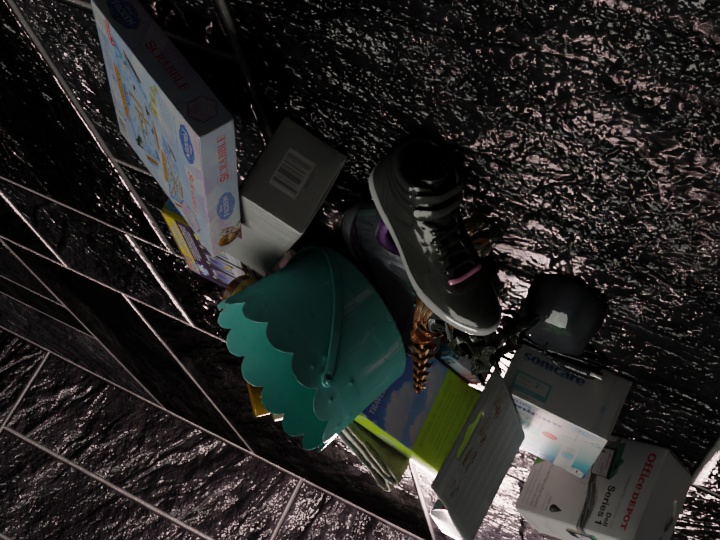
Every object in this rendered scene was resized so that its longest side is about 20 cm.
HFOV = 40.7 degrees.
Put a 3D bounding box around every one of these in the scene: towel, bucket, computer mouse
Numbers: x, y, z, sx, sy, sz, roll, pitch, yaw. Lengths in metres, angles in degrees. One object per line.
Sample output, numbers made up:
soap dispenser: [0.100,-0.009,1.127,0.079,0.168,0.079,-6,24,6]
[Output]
towel: [0.025,0.196,1.284,0.034,0.200,0.133,-39,91,24]
bucket: [-0.053,0.082,1.090,0.207,0.134,0.209,44,155,27]
computer mouse: [0.218,0.070,1.079,0.137,0.053,0.201,25,160,13]

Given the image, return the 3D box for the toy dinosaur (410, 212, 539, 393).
toy dinosaur: [0.106,0.042,1.014,0.135,0.102,0.202,36,140,21]

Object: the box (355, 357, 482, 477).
box: [0.073,0.172,1.231,0.199,0.123,0.047,39,156,-25]

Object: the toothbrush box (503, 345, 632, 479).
toothbrush box: [0.251,0.178,1.247,0.144,0.086,0.201,25,158,13]

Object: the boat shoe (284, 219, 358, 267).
boat shoe: [0.000,0.000,1.181,0.198,0.074,0.075,33,158,8]

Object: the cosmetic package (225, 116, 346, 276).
cosmetic package: [-0.096,-0.076,1.079,0.089,0.108,0.200,31,162,-6]

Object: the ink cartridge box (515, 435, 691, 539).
ink cartridge box: [0.338,0.309,1.355,0.198,0.148,0.084,4,148,48]

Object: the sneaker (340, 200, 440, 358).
sneaker: [0.052,0.013,1.077,0.087,0.074,0.202,-9,117,46]

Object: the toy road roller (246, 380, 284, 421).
toy road roller: [-0.106,0.124,1.368,0.121,0.149,0.200,-13,179,-10]

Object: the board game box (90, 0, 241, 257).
board game box: [-0.190,-0.145,0.971,0.200,0.041,0.201,51,158,21]

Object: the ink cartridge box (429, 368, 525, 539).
ink cartridge box: [0.129,0.219,1.159,0.047,0.161,0.201,20,156,31]

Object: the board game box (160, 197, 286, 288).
board game box: [-0.184,-0.028,1.386,0.163,0.057,0.201,27,161,12]

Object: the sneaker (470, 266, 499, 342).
sneaker: [0.112,0.040,1.131,0.086,0.075,0.201,29,160,17]

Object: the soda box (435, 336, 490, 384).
soda box: [0.106,0.113,1.320,0.068,0.064,0.199,36,158,-17]

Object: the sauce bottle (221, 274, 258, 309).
sauce bottle: [-0.100,0.078,1.298,0.199,0.066,0.066,34,165,27]

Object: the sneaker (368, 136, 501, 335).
sneaker: [0.076,-0.035,0.905,0.202,0.070,0.099,59,161,11]
